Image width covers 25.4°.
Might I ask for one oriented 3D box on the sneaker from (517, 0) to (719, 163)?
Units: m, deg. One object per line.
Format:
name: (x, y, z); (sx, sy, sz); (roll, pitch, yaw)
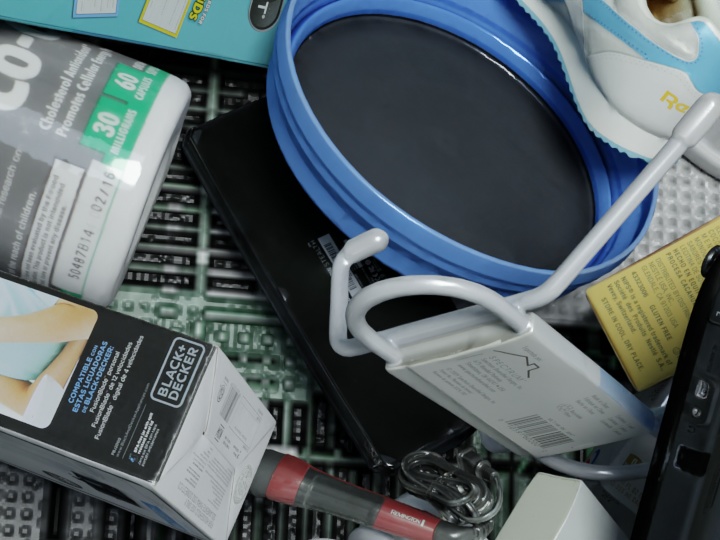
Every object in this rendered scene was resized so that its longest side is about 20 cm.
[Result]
sneaker: (0.123, -0.147, 0.784); (0.076, 0.081, 0.200); (2, 48, -37)

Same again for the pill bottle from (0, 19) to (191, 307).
pill bottle: (-0.186, -0.068, 0.714); (0.199, 0.113, 0.113); (21, 73, -6)

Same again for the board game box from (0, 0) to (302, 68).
board game box: (-0.095, -0.178, 0.704); (0.200, 0.047, 0.151); (3, 109, -49)

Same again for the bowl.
bowl: (0.047, -0.069, 0.755); (0.200, 0.039, 0.201); (18, 47, -20)

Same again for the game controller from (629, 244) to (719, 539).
game controller: (0.144, 0.062, 0.624); (0.042, 0.201, 0.104); (24, 35, 23)

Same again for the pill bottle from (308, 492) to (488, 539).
pill bottle: (-0.028, 0.186, 0.676); (0.200, 0.113, 0.114); (-31, 84, -25)

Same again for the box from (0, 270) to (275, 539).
box: (-0.145, 0.043, 0.663); (0.199, 0.117, 0.060); (19, 74, 14)

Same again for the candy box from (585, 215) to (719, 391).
candy box: (0.209, -0.018, 0.732); (0.200, 0.117, 0.057); (-29, 83, 16)

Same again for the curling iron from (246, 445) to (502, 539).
curling iron: (-0.028, 0.088, 0.703); (0.199, 0.026, 0.050); (7, 29, 27)

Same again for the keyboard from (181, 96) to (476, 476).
keyboard: (0.000, 0.000, 0.773); (0.104, 0.040, 0.200); (-24, 72, -18)

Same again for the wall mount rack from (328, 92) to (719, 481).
wall mount rack: (0.090, 0.015, 0.636); (0.200, 0.173, 0.075); (36, 47, -44)

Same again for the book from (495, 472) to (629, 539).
book: (0.101, 0.199, 0.686); (0.200, 0.048, 0.134); (49, 63, -33)

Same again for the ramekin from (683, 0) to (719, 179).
ramekin: (0.239, -0.142, 0.825); (0.202, 0.094, 0.203); (2, 76, -10)

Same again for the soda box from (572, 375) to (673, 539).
soda box: (0.198, 0.141, 0.762); (0.200, 0.064, 0.068); (39, 72, 0)
